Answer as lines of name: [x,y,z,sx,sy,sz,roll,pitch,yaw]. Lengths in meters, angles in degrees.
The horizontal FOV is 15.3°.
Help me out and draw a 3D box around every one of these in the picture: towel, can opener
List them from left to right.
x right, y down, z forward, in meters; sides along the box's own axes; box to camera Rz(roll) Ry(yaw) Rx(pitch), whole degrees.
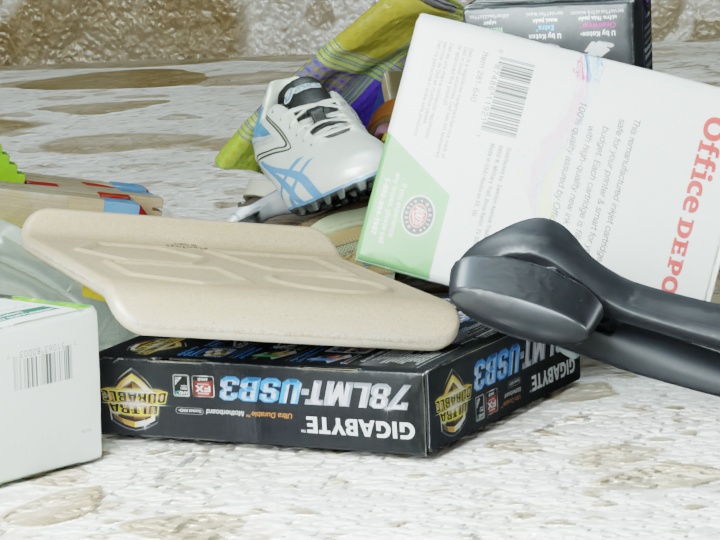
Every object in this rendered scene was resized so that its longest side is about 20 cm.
towel: [0.005,-0.123,1.855,0.200,0.023,0.143,-39,-27,20]
can opener: [0.139,0.031,1.368,0.199,0.064,0.079,18,48,-2]

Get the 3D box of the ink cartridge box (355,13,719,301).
ink cartridge box: [0.114,-0.049,1.527,0.199,0.145,0.084,15,0,9]

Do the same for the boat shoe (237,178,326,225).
boat shoe: [-0.025,-0.018,1.812,0.072,0.060,0.200,31,-10,-34]

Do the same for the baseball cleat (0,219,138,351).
baseball cleat: [-0.161,0.024,1.577,0.200,0.070,0.106,32,-3,39]

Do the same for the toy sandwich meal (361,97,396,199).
toy sandwich meal: [0.092,-0.048,1.789,0.204,0.070,0.205,25,-23,11]

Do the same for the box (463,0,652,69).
box: [0.125,-0.070,1.640,0.106,0.201,0.122,-1,9,11]

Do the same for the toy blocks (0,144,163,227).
toy blocks: [-0.204,-0.035,1.926,0.136,0.100,0.200,6,6,-14]

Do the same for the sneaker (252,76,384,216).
sneaker: [-0.027,-0.080,1.671,0.072,0.073,0.200,-18,15,-12]

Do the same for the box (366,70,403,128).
box: [0.054,-0.070,1.907,0.121,0.033,0.200,-2,-32,-16]

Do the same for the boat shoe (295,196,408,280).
boat shoe: [0.000,0.000,1.667,0.200,0.076,0.072,-29,-12,-23]

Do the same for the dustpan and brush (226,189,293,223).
dustpan and brush: [-0.092,-0.018,1.713,0.199,0.057,0.139,-12,-4,-35]

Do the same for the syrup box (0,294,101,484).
syrup box: [-0.228,0.054,1.379,0.199,0.082,0.079,7,13,41]

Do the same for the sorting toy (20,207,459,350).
sorting toy: [-0.067,0.010,1.395,0.184,0.037,0.200,4,12,-22]

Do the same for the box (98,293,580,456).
box: [-0.010,0.050,1.431,0.198,0.050,0.200,1,10,27]
